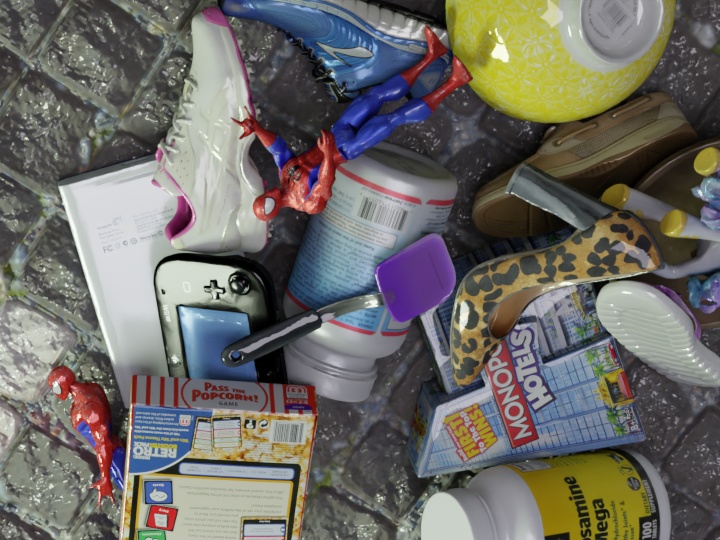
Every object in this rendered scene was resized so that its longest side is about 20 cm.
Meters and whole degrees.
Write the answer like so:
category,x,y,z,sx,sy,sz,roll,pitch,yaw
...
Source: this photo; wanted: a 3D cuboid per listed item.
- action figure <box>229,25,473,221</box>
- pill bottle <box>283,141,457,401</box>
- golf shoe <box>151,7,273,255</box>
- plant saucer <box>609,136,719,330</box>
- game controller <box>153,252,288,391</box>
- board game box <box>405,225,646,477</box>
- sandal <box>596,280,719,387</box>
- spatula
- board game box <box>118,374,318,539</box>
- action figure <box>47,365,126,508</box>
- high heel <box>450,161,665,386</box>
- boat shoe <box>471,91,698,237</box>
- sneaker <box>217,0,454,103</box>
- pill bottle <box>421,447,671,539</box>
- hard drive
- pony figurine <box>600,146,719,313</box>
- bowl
category,x,y,z,sx,sy,sz,roll,pitch,yaw
action figure,-0.016,-0.118,1.560,0.200,0.065,0.099,-42,143,2
pill bottle,0.000,0.000,1.658,0.108,0.109,0.201,16,105,-14
golf shoe,-0.124,-0.105,1.599,0.091,0.075,0.202,-10,106,-12
plant saucer,0.299,-0.035,1.708,0.198,0.030,0.201,-9,129,-11
game controller,-0.111,0.075,1.651,0.103,0.042,0.201,1,120,13
board game box,0.119,0.086,1.730,0.199,0.062,0.201,-22,110,-2
sandal,0.253,0.042,1.697,0.203,0.082,0.050,47,56,-55
spatula,-0.018,0.033,1.598,0.199,0.021,0.057,-23,110,4
board game box,-0.120,0.186,1.653,0.150,0.046,0.201,5,118,-8
action figure,-0.205,0.162,1.701,0.051,0.066,0.201,-26,111,5
high heel,0.153,0.031,1.615,0.142,0.071,0.201,30,112,23
boat shoe,0.180,-0.089,1.684,0.199,0.065,0.071,-21,145,-6
sneaker,-0.022,-0.180,1.613,0.199,0.079,0.090,17,102,-14
pill bottle,0.157,0.218,1.720,0.199,0.112,0.113,-6,110,-30
hard drive,-0.160,0.003,1.677,0.131,0.025,0.201,-16,109,-4
pony figurine,0.322,-0.029,1.624,0.199,0.192,0.168,24,60,-34
bowl,0.178,-0.208,1.593,0.199,0.108,0.202,-7,106,-25
